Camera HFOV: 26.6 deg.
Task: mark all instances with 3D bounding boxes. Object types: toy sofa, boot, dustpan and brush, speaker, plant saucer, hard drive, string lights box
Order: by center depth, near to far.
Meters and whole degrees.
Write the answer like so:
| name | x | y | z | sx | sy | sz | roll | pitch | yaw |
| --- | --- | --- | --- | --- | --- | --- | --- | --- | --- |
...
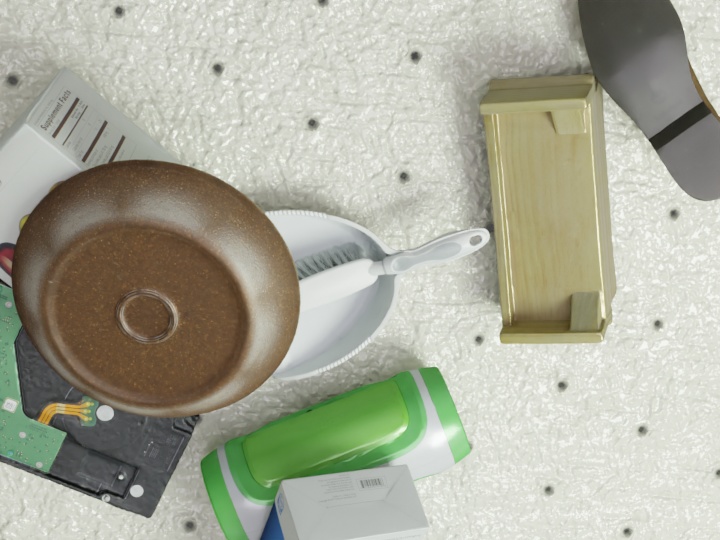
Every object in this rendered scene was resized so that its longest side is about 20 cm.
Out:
| name | x | y | z | sx | sy | sz | roll | pitch | yaw |
| --- | --- | --- | --- | --- | --- | --- | --- | --- | --- |
| plant saucer | -0.141 | 0.024 | 1.026 | 0.200 | 0.037 | 0.201 | 2 | 119 | 4 |
| boot | 0.223 | -0.146 | 1.155 | 0.073 | 0.075 | 0.200 | -27 | 95 | 14 |
| dustpan and brush | 0.000 | 0.000 | 1.161 | 0.199 | 0.057 | 0.140 | -20 | 109 | -2 |
| hard drive | -0.224 | 0.092 | 1.167 | 0.200 | 0.038 | 0.140 | 23 | 102 | -15 |
| toy sofa | 0.145 | -0.049 | 1.168 | 0.083 | 0.098 | 0.201 | -2 | 109 | 16 |
| string lights box | -0.027 | 0.232 | 1.168 | 0.102 | 0.059 | 0.200 | -5 | 141 | -21 |
| speaker | -0.019 | 0.145 | 1.185 | 0.199 | 0.088 | 0.089 | -21 | 109 | -1 |

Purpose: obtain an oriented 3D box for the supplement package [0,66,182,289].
| name | x | y | z | sx | sy | sz | roll | pitch | yaw |
| --- | --- | --- | --- | --- | --- | --- | --- | --- | --- |
| supplement package | -0.179 | -0.027 | 1.085 | 0.200 | 0.110 | 0.114 | 40 | 114 | -15 |
